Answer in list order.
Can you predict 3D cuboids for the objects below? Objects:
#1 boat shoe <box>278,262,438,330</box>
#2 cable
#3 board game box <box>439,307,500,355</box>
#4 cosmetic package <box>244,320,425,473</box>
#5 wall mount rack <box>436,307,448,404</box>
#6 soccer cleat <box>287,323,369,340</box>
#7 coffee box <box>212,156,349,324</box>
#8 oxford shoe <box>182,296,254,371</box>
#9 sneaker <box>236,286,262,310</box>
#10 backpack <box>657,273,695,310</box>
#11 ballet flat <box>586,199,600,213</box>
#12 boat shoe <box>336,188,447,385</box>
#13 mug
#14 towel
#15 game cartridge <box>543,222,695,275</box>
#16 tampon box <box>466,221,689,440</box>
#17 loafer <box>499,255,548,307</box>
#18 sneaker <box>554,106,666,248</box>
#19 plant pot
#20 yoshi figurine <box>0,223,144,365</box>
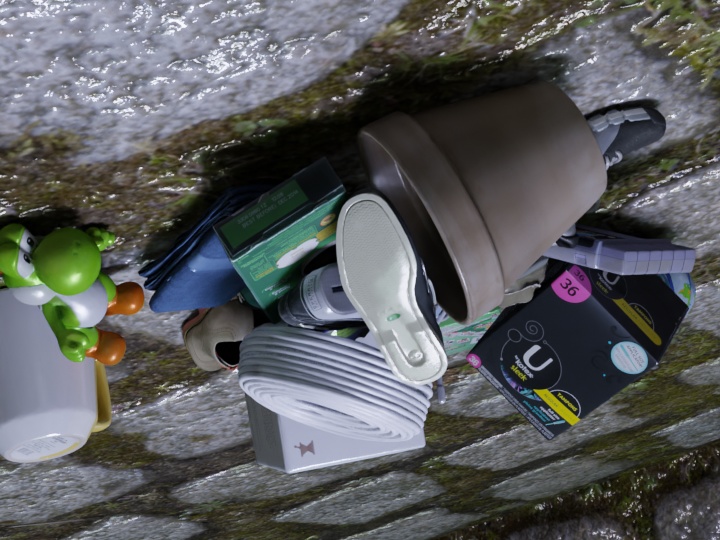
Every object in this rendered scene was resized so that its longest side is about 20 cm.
[{"bbox_3d":[-0.002,0.020,1.268,0.071,0.073,0.199,-17,168,37],"label":"boat shoe"},{"bbox_3d":[-0.029,0.113,1.308,0.199,0.070,0.200,3,160,42],"label":"cable"},{"bbox_3d":[0.094,0.088,1.769,0.199,0.029,0.135,-16,158,4],"label":"board game box"},{"bbox_3d":[-0.040,0.136,1.536,0.165,0.169,0.200,-8,177,-15],"label":"cosmetic package"},{"bbox_3d":[0.099,0.053,1.519,0.174,0.074,0.200,-58,156,-5],"label":"wall mount rack"},{"bbox_3d":[0.000,0.001,1.347,0.083,0.065,0.201,25,106,-37],"label":"soccer cleat"},{"bbox_3d":[-0.058,-0.022,1.228,0.123,0.044,0.200,-32,160,-2],"label":"coffee box"},{"bbox_3d":[-0.164,0.086,1.523,0.070,0.075,0.200,-9,158,-16],"label":"oxford shoe"},{"bbox_3d":[-0.044,0.012,1.440,0.199,0.072,0.080,1,165,-35],"label":"sneaker"},{"bbox_3d":[0.326,0.044,1.665,0.153,0.164,0.200,-15,155,-26],"label":"backpack"},{"bbox_3d":[0.156,-0.067,1.363,0.199,0.070,0.070,-14,159,-3],"label":"ballet flat"},{"bbox_3d":[0.027,0.009,1.190,0.071,0.068,0.201,-14,122,13],"label":"boat shoe"},{"bbox_3d":[-0.323,0.113,1.374,0.186,0.154,0.149,1,153,-37],"label":"mug"},{"bbox_3d":[-0.130,-0.024,1.300,0.111,0.049,0.200,-3,154,-40],"label":"towel"},{"bbox_3d":[0.239,-0.030,1.405,0.129,0.039,0.199,4,-171,-43],"label":"game cartridge"},{"bbox_3d":[0.255,0.074,1.557,0.200,0.150,0.126,-47,179,43],"label":"tampon box"},{"bbox_3d":[0.169,0.009,1.434,0.075,0.070,0.200,10,-170,19],"label":"loafer"},{"bbox_3d":[0.217,-0.081,1.300,0.199,0.116,0.075,-17,159,6],"label":"sneaker"},{"bbox_3d":[0.118,-0.078,1.180,0.173,0.201,0.200,-29,161,-9],"label":"plant pot"},{"bbox_3d":[-0.266,0.017,1.248,0.112,0.113,0.200,-35,149,1],"label":"yoshi figurine"}]
